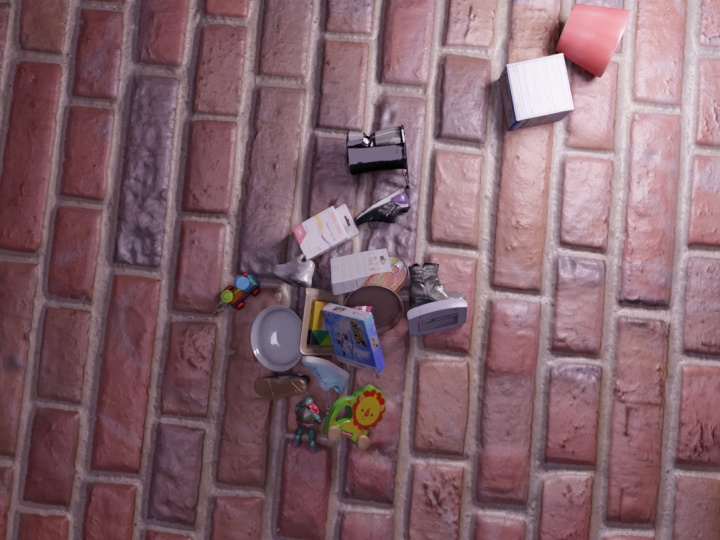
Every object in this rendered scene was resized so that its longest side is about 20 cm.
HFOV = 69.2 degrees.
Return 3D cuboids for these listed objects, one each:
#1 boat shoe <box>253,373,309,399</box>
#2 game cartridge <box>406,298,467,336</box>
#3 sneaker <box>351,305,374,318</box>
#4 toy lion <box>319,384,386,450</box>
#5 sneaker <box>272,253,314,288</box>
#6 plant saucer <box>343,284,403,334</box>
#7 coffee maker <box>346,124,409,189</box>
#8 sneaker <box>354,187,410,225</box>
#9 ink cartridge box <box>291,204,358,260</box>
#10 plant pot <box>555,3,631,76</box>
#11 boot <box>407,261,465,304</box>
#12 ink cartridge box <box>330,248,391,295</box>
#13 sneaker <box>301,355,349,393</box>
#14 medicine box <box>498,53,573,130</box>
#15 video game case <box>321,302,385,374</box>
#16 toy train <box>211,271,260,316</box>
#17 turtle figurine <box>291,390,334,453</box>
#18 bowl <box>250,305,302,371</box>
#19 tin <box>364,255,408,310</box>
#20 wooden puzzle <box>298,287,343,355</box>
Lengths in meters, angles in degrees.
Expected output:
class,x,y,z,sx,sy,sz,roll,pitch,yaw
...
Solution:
class,x,y,z,sx,sy,sz,roll,pitch,yaw
boat shoe,-0.255,0.374,1.706,0.193,0.065,0.075,-10,95,21
game cartridge,0.245,0.148,1.670,0.193,0.135,0.042,-12,49,1
sneaker,0.010,0.199,1.674,0.072,0.081,0.206,3,119,12
toy lion,-0.011,0.455,1.654,0.197,0.068,0.197,26,85,-34
sneaker,-0.208,-0.005,1.689,0.196,0.078,0.102,10,69,45
plant saucer,0.041,0.121,1.680,0.192,0.033,0.206,0,126,0
coffee maker,0.055,-0.366,1.694,0.192,0.135,0.199,-6,72,9
sneaker,0.076,-0.187,1.725,0.196,0.076,0.090,-30,92,0
ink cartridge box,-0.114,-0.131,1.728,0.196,0.068,0.119,-29,86,0
plant pot,0.742,-0.757,1.685,0.173,0.200,0.206,25,88,13
boot,0.248,0.042,1.691,0.192,0.068,0.136,2,101,4
ink cartridge box,0.000,0.000,1.673,0.192,0.162,0.049,-11,119,1
sneaker,-0.112,0.334,1.649,0.197,0.073,0.084,33,62,-33
medicine box,0.574,-0.584,1.713,0.192,0.103,0.189,-10,86,2
video game case,-0.022,0.211,1.622,0.177,0.045,0.206,9,125,39
toy train,-0.426,0.090,1.702,0.198,0.116,0.085,-40,86,-1
turtle figurine,-0.165,0.473,1.669,0.146,0.099,0.208,19,105,33
bowl,-0.251,0.216,1.691,0.193,0.090,0.210,0,89,16
tin,0.073,0.041,1.727,0.112,0.042,0.200,44,90,0
wooden puzzle,-0.118,0.166,1.663,0.036,0.182,0.208,0,83,37
